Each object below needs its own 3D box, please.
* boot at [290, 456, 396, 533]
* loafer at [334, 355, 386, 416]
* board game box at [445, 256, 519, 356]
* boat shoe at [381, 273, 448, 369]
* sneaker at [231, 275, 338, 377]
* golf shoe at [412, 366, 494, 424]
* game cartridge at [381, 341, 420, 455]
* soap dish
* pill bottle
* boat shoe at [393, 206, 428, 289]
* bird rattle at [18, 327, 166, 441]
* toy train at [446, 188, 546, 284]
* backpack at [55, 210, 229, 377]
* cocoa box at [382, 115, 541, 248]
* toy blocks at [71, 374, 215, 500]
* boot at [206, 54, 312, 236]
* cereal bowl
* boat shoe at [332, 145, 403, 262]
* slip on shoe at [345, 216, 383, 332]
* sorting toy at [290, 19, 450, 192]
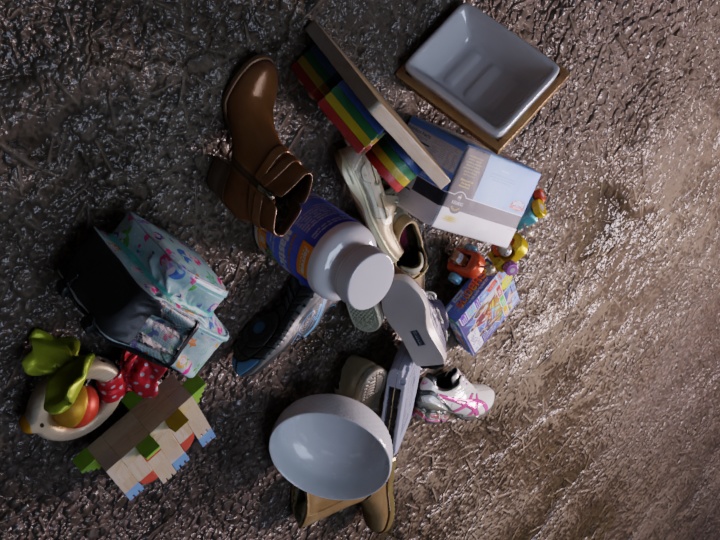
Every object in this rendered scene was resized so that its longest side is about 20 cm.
[{"bbox_3d":[-0.032,0.405,1.898,0.198,0.066,0.178,-14,113,-39],"label":"boot"},{"bbox_3d":[-0.008,0.210,1.789,0.075,0.068,0.202,-19,143,-35],"label":"loafer"},{"bbox_3d":[0.211,0.060,1.880,0.136,0.034,0.200,-49,156,-8],"label":"board game box"},{"bbox_3d":[0.088,0.058,1.716,0.093,0.074,0.201,-76,153,-45],"label":"boat shoe"},{"bbox_3d":[-0.104,0.086,1.603,0.200,0.073,0.082,-47,139,-9],"label":"sneaker"},{"bbox_3d":[0.178,0.221,1.970,0.198,0.072,0.093,-1,115,-44],"label":"golf shoe"},{"bbox_3d":[0.069,0.202,1.828,0.134,0.040,0.202,-56,158,-51],"label":"game cartridge"},{"bbox_3d":[0.174,-0.271,1.556,0.157,0.199,0.081,-46,158,-10],"label":"soap dish"},{"bbox_3d":[-0.048,-0.029,1.484,0.111,0.199,0.113,-23,130,-31],"label":"pill bottle"},{"bbox_3d":[0.069,-0.016,1.710,0.074,0.066,0.201,-40,138,-18],"label":"boat shoe"},{"bbox_3d":[-0.357,0.149,1.411,0.164,0.113,0.199,-52,154,14],"label":"bird rattle"},{"bbox_3d":[0.215,-0.066,1.777,0.055,0.149,0.202,38,80,-38],"label":"toy train"},{"bbox_3d":[-0.252,0.036,1.349,0.151,0.177,0.200,-46,143,-3],"label":"backpack"},{"bbox_3d":[0.153,-0.134,1.661,0.199,0.133,0.133,12,106,-47],"label":"cocoa box"},{"bbox_3d":[-0.288,0.242,1.527,0.200,0.100,0.137,-41,149,-17],"label":"toy blocks"},{"bbox_3d":[-0.117,-0.155,1.368,0.076,0.155,0.202,11,108,-46],"label":"boot"},{"bbox_3d":[-0.042,0.267,1.727,0.084,0.197,0.202,-74,162,-49],"label":"cereal bowl"},{"bbox_3d":[0.027,-0.099,1.582,0.064,0.072,0.201,-27,120,1],"label":"boat shoe"},{"bbox_3d":[0.000,0.000,1.664,0.062,0.073,0.202,-64,148,-47],"label":"slip on shoe"},{"bbox_3d":[0.005,-0.200,1.436,0.069,0.200,0.200,-40,140,8],"label":"sorting toy"}]
